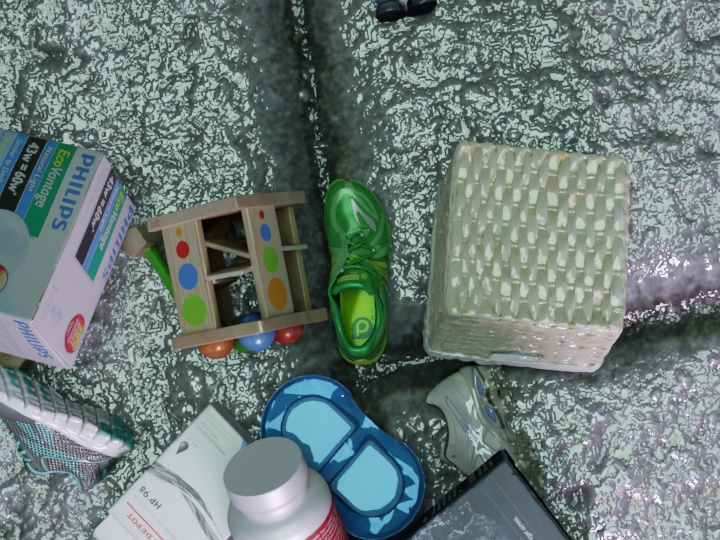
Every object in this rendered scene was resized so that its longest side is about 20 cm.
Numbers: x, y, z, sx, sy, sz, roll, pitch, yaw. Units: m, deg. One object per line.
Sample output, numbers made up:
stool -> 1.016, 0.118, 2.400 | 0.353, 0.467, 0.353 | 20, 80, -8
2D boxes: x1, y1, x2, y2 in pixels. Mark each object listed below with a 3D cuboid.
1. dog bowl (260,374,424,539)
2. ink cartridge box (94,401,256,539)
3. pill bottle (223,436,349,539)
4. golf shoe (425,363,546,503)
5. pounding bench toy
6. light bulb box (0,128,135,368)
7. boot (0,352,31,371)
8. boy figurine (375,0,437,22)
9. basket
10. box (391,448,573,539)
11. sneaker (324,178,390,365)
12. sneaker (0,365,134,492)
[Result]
dog bowl -> -0.019, 0.200, 1.589 | 0.200, 0.050, 0.112 | 42, 87, 2
ink cartridge box -> -0.188, 0.254, 1.582 | 0.116, 0.067, 0.200 | 44, 89, 1
pill bottle -> -0.071, 0.275, 1.514 | 0.111, 0.113, 0.202 | -18, 122, 0
golf shoe -> 0.138, 0.203, 1.587 | 0.096, 0.078, 0.203 | -23, 82, 17
pounding bench toy -> -0.156, 0.015, 1.561 | 0.198, 0.124, 0.158 | -12, 88, 33
light bulb box -> -0.368, -0.030, 1.518 | 0.197, 0.125, 0.201 | 13, 67, 14
boot -> -0.398, 0.018, 1.594 | 0.166, 0.072, 0.201 | 39, 86, 4
boy figurine -> 0.023, -0.377, 1.606 | 0.123, 0.064, 0.203 | -15, 87, 1
basket -> 0.171, -0.012, 1.521 | 0.195, 0.161, 0.203 | 6, 75, 0
box -> 0.118, 0.307, 1.358 | 0.199, 0.117, 0.197 | -39, 85, 1
sneaker -> 0.000, 0.000, 1.581 | 0.073, 0.084, 0.203 | -6, 87, 1
sneaker -> -0.342, 0.174, 1.562 | 0.199, 0.078, 0.092 | 31, 101, -23
